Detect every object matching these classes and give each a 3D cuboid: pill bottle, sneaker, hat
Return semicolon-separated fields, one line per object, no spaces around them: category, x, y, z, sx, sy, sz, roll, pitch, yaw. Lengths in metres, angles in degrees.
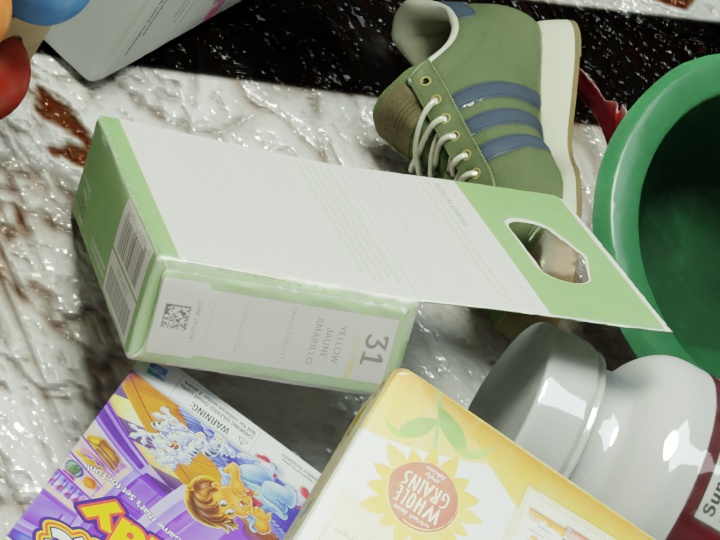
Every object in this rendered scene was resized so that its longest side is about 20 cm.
pill bottle;0.134;0.104;1.110;0.200;0.113;0.113;29;35;-12
sneaker;0.046;-0.050;1.262;0.089;0.067;0.201;15;41;-9
hat;0.137;0.000;1.305;0.166;0.176;0.200;46;59;-12

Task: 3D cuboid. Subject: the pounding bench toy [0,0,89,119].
pounding bench toy;-0.204;-0.112;1.042;0.156;0.124;0.200;44;34;9

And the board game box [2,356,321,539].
board game box;-0.027;0.131;0.990;0.200;0.045;0.135;37;34;-2

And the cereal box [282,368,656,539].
cereal box;0.022;0.146;0.925;0.144;0.040;0.200;35;55;-3

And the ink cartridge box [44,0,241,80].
ink cartridge box;-0.098;-0.184;1.261;0.144;0.085;0.200;42;33;6

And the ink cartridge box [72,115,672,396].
ink cartridge box;0.000;0.000;1.094;0.199;0.048;0.146;11;19;-19
